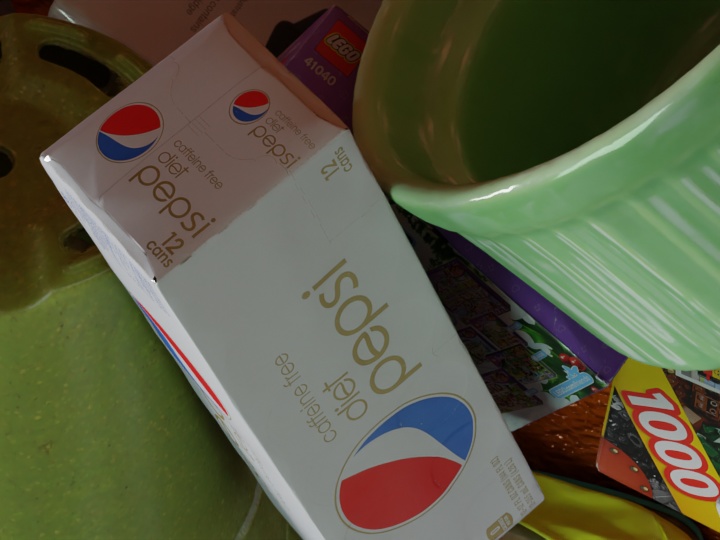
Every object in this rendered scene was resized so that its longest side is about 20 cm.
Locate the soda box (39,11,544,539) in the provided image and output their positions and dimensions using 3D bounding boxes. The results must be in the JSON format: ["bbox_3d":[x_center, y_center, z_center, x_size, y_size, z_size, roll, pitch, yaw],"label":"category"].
[{"bbox_3d":[-0.014,0.021,0.862,0.064,0.068,0.200,45,171,38],"label":"soda box"}]

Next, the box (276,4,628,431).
[{"bbox_3d":[0.000,0.000,0.979,0.137,0.039,0.200,41,157,-7],"label":"box"}]

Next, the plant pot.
[{"bbox_3d":[-0.112,0.026,0.945,0.200,0.200,0.190,24,139,18],"label":"plant pot"}]

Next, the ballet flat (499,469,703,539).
[{"bbox_3d":[0.046,0.106,1.250,0.200,0.067,0.067,18,144,26],"label":"ballet flat"}]

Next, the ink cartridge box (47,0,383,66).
[{"bbox_3d":[-0.020,-0.035,1.097,0.200,0.083,0.146,33,150,3],"label":"ink cartridge box"}]

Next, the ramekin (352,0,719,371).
[{"bbox_3d":[0.102,-0.069,0.827,0.098,0.200,0.200,41,150,-26],"label":"ramekin"}]

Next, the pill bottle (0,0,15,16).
[{"bbox_3d":[-0.183,-0.073,1.098,0.113,0.113,0.200,37,-171,-5],"label":"pill bottle"}]

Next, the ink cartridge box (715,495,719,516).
[{"bbox_3d":[0.192,0.164,0.920,0.200,0.043,0.196,70,166,-7],"label":"ink cartridge box"}]

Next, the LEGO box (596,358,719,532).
[{"bbox_3d":[0.169,0.022,1.000,0.149,0.077,0.200,26,149,15],"label":"LEGO box"}]
